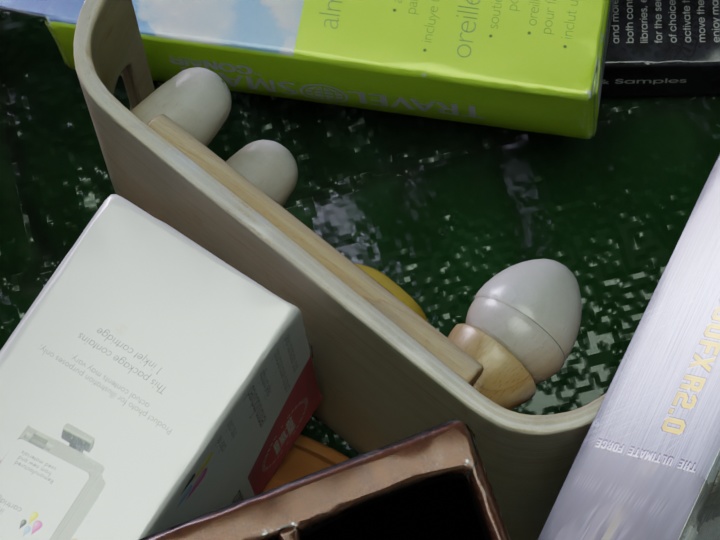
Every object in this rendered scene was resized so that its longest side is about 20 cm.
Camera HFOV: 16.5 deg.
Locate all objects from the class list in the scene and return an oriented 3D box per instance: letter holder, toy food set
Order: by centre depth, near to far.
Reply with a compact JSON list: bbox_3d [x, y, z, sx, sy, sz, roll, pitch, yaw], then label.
[{"bbox_3d":[0.007,0.141,0.649,0.100,0.200,0.142,-20,74,-4],"label":"letter holder"},{"bbox_3d":[0.000,0.000,0.759,0.200,0.144,0.060,39,76,13],"label":"toy food set"}]

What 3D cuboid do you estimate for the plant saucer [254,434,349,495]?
[{"bbox_3d":[-0.056,0.140,0.776,0.200,0.037,0.201,-1,73,3],"label":"plant saucer"}]

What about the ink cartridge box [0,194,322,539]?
[{"bbox_3d":[-0.094,0.090,0.713,0.067,0.117,0.200,32,79,11],"label":"ink cartridge box"}]

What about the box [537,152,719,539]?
[{"bbox_3d":[0.150,0.054,0.713,0.048,0.200,0.159,12,69,45],"label":"box"}]

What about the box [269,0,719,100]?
[{"bbox_3d":[0.066,-0.130,0.851,0.199,0.036,0.143,0,72,2],"label":"box"}]

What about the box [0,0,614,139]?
[{"bbox_3d":[-0.014,-0.117,0.808,0.199,0.048,0.122,9,73,7],"label":"box"}]
